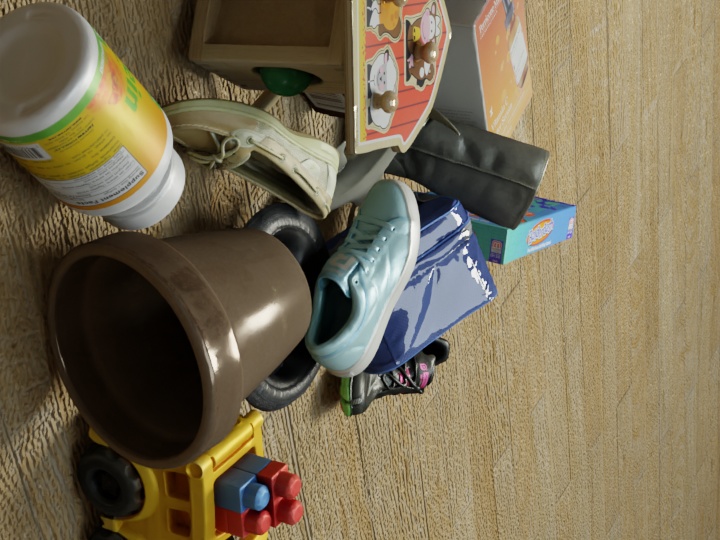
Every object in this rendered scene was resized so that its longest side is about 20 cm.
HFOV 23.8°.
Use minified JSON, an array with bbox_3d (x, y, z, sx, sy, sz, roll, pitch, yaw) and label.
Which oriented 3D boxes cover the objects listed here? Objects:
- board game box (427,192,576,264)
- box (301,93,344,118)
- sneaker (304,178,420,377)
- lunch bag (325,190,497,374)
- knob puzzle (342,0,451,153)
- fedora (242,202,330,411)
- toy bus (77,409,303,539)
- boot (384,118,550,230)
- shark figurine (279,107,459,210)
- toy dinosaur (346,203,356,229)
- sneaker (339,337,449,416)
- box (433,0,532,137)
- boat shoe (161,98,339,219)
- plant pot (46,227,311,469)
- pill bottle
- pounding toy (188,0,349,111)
[{"bbox_3d":[0.146,-0.058,2.010,0.200,0.151,0.045,-20,121,-59],"label":"board game box"},{"bbox_3d":[0.001,-0.262,1.721,0.100,0.075,0.201,47,60,-59],"label":"box"},{"bbox_3d":[0.000,0.000,1.638,0.082,0.074,0.201,33,69,-59],"label":"sneaker"},{"bbox_3d":[0.038,-0.002,1.780,0.200,0.136,0.133,-35,112,-22],"label":"lunch bag"},{"bbox_3d":[0.043,-0.202,1.502,0.219,0.030,0.221,-19,111,-62],"label":"knob puzzle"},{"bbox_3d":[-0.104,0.031,1.638,0.200,0.091,0.202,-21,115,-55],"label":"fedora"},{"bbox_3d":[-0.142,0.214,1.555,0.136,0.191,0.201,-40,138,-51],"label":"toy bus"},{"bbox_3d":[0.106,-0.148,1.812,0.073,0.199,0.183,-70,180,-57],"label":"boot"},{"bbox_3d":[0.018,-0.103,1.728,0.214,0.090,0.128,-36,180,23],"label":"shark figurine"},{"bbox_3d":[-0.006,0.008,1.879,0.201,0.060,0.107,75,14,-51],"label":"toy dinosaur"},{"bbox_3d":[0.040,0.109,1.965,0.200,0.083,0.077,-36,133,-51],"label":"sneaker"},{"bbox_3d":[0.112,-0.236,1.890,0.201,0.106,0.153,78,30,-42],"label":"box"},{"bbox_3d":[-0.099,-0.103,1.554,0.200,0.073,0.064,22,66,-45],"label":"boat shoe"},{"bbox_3d":[-0.137,0.042,1.440,0.174,0.199,0.201,-28,128,-42],"label":"plant pot"},{"bbox_3d":[-0.215,-0.112,1.338,0.112,0.110,0.200,-66,152,-17],"label":"pill bottle"},{"bbox_3d":[-0.058,-0.223,1.535,0.142,0.183,0.201,21,76,-62],"label":"pounding toy"}]
